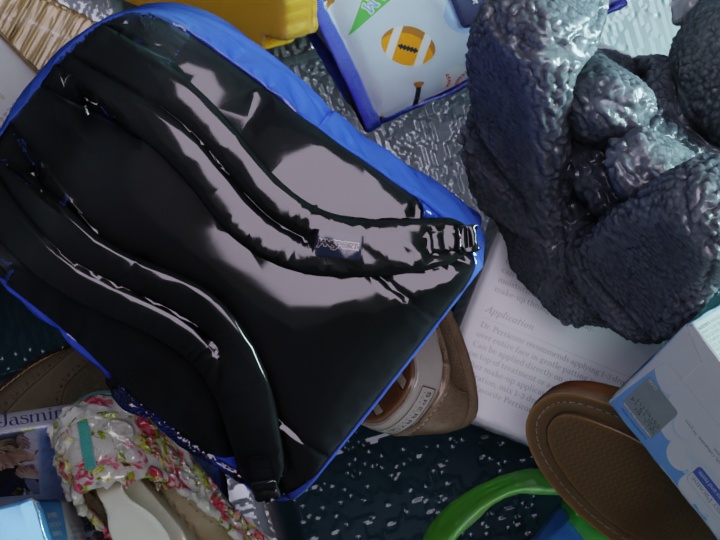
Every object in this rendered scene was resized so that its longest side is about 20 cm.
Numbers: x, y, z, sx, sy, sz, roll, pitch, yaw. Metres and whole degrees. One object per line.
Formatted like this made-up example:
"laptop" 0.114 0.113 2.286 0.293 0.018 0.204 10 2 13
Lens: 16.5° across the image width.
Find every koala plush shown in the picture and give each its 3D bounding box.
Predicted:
"koala plush" 0.165 -0.075 1.173 0.200 0.184 0.177 -36 72 -23

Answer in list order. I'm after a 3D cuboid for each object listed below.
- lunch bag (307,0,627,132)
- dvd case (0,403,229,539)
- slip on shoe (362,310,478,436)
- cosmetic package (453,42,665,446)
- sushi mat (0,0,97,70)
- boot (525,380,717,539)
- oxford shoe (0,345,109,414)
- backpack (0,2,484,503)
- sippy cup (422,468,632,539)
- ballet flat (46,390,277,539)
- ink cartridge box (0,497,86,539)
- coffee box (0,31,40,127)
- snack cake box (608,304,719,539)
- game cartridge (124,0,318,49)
"lunch bag" 0.030 -0.190 1.230 0.170 0.124 0.200 -27 84 -3
"dvd case" -0.163 0.128 1.223 0.199 0.018 0.143 -8 127 -6
"slip on shoe" 0.000 0.000 1.233 0.076 0.061 0.200 -51 49 24
"cosmetic package" 0.114 -0.007 1.266 0.101 0.071 0.200 23 87 -3
"sushi mat" -0.214 -0.058 1.266 0.096 0.012 0.200 30 86 -5
"boot" 0.173 0.069 1.206 0.200 0.074 0.155 28 42 -14
"oxford shoe" -0.125 0.063 1.239 0.200 0.075 0.071 -30 91 -6
"backpack" -0.069 -0.018 1.108 0.200 0.168 0.163 36 96 -7
"sippy cup" 0.104 0.193 1.236 0.130 0.140 0.178 -36 71 5
"ballet flat" -0.085 0.138 1.195 0.076 0.064 0.200 -29 127 17
"ink cartridge box" -0.172 0.216 1.131 0.125 0.129 0.200 -15 84 0
"coffee box" -0.218 -0.016 1.200 0.080 0.114 0.200 45 86 -2
"snack cake box" 0.219 0.054 1.145 0.200 0.067 0.115 -25 72 -46
"game cartridge" -0.085 -0.218 1.182 0.032 0.176 0.200 -23 125 -40
